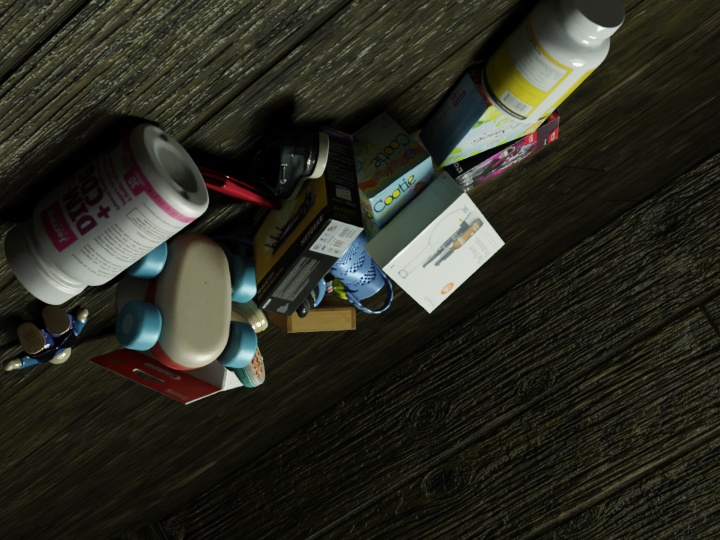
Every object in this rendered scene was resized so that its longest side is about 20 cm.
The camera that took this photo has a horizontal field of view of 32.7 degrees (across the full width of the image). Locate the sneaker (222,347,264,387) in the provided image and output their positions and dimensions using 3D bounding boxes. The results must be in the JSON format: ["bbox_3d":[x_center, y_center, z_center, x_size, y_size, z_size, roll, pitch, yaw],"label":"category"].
[{"bbox_3d":[-0.215,0.096,1.809,0.080,0.200,0.071,-35,166,12],"label":"sneaker"}]

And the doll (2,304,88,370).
[{"bbox_3d":[-0.428,0.096,1.674,0.136,0.048,0.200,-37,176,-12],"label":"doll"}]

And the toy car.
[{"bbox_3d":[-0.265,0.051,1.625,0.184,0.177,0.200,15,160,-40],"label":"toy car"}]

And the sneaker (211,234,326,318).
[{"bbox_3d":[-0.148,0.010,1.708,0.071,0.199,0.083,86,27,-59],"label":"sneaker"}]

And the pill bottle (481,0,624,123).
[{"bbox_3d":[0.250,-0.286,1.583,0.112,0.112,0.200,-21,165,-36],"label":"pill bottle"}]

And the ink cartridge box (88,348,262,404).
[{"bbox_3d":[-0.279,0.133,1.865,0.176,0.200,0.045,-13,118,-58],"label":"ink cartridge box"}]

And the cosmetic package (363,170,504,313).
[{"bbox_3d":[0.105,-0.035,1.695,0.151,0.052,0.200,-42,151,5],"label":"cosmetic package"}]

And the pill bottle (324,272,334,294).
[{"bbox_3d":[-0.075,-0.039,1.792,0.119,0.120,0.200,-28,168,-10],"label":"pill bottle"}]

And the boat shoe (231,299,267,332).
[{"bbox_3d":[-0.214,0.057,1.711,0.065,0.200,0.071,-47,134,-30],"label":"boat shoe"}]

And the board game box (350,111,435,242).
[{"bbox_3d":[0.038,-0.102,1.681,0.105,0.103,0.200,-36,150,-11],"label":"board game box"}]

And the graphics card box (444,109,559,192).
[{"bbox_3d":[0.231,-0.204,2.016,0.200,0.051,0.125,-30,168,1],"label":"graphics card box"}]

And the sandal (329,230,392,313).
[{"bbox_3d":[0.000,0.000,1.710,0.080,0.087,0.200,-48,157,-10],"label":"sandal"}]

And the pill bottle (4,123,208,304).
[{"bbox_3d":[-0.269,-0.055,1.289,0.200,0.113,0.113,-34,167,16],"label":"pill bottle"}]

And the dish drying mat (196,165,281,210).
[{"bbox_3d":[-0.159,-0.102,1.487,0.200,0.077,0.018,18,88,-75],"label":"dish drying mat"}]

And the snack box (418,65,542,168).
[{"bbox_3d":[0.205,-0.240,1.766,0.200,0.068,0.169,-21,165,-32],"label":"snack box"}]

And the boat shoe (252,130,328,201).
[{"bbox_3d":[-0.097,-0.130,1.500,0.066,0.075,0.199,7,176,-18],"label":"boat shoe"}]

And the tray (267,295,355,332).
[{"bbox_3d":[-0.076,0.062,1.822,0.098,0.037,0.200,-2,-175,-12],"label":"tray"}]

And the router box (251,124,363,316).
[{"bbox_3d":[-0.072,-0.062,1.569,0.052,0.157,0.200,15,137,-26],"label":"router box"}]
